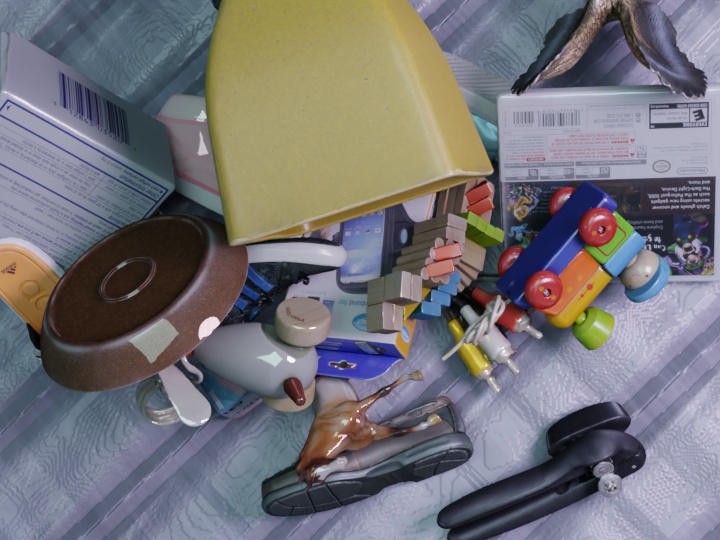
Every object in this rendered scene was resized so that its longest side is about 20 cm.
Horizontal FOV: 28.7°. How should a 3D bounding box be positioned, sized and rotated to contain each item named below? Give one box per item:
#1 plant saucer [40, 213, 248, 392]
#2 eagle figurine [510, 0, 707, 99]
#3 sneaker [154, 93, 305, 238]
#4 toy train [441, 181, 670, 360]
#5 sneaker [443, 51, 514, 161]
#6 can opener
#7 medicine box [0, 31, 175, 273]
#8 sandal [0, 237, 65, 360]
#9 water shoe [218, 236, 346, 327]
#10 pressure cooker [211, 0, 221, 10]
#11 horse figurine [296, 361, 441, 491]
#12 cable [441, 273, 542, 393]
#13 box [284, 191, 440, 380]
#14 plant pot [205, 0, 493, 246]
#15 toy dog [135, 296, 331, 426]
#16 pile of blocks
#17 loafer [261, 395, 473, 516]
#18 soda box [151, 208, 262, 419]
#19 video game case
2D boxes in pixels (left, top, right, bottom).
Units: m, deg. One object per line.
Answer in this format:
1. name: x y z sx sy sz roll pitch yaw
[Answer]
1. plant saucer: -0.191 0.017 1.190 0.199 0.035 0.201 -19 37 15
2. eagle figurine: 0.219 -0.224 1.235 0.150 0.152 0.201 17 69 -28
3. sneaker: -0.121 -0.104 1.338 0.200 0.075 0.105 29 90 22
4. toy train: 0.174 0.032 1.242 0.116 0.085 0.200 38 95 -23
5. sneaker: 0.127 -0.129 1.320 0.199 0.074 0.082 31 128 3
6. can opener: 0.163 0.195 1.266 0.199 0.079 0.063 -32 117 7
7. medicine box: -0.301 -0.079 1.278 0.200 0.182 0.103 -44 36 23
8. sandal: -0.275 0.053 1.290 0.079 0.207 0.059 -31 40 15
9. water shoe: -0.106 0.016 1.267 0.199 0.071 0.079 -6 93 11
10. pressure cooker: -0.054 -0.309 1.297 0.178 0.200 0.177 -10 77 7
11. horse figurine: -0.009 0.105 1.279 0.132 0.050 0.200 -27 43 7
12. cable: 0.083 0.016 1.298 0.200 0.050 0.097 40 105 11
13. box: 0.000 0.000 1.285 0.118 0.042 0.201 4 62 23
14. plant pot: -0.021 -0.146 1.172 0.193 0.195 0.201 -17 89 15
15. toy dog: -0.117 0.085 1.204 0.199 0.096 0.132 -14 119 2
16. pile of blocks: 0.080 -0.010 1.235 0.082 0.062 0.200 50 54 -20
17. loafer: 0.002 0.171 1.293 0.199 0.072 0.063 -16 59 0
18. soda box: -0.154 0.041 1.328 0.063 0.068 0.200 -37 77 1
19. video game case: 0.224 -0.075 1.263 0.199 0.023 0.183 -1 112 9
